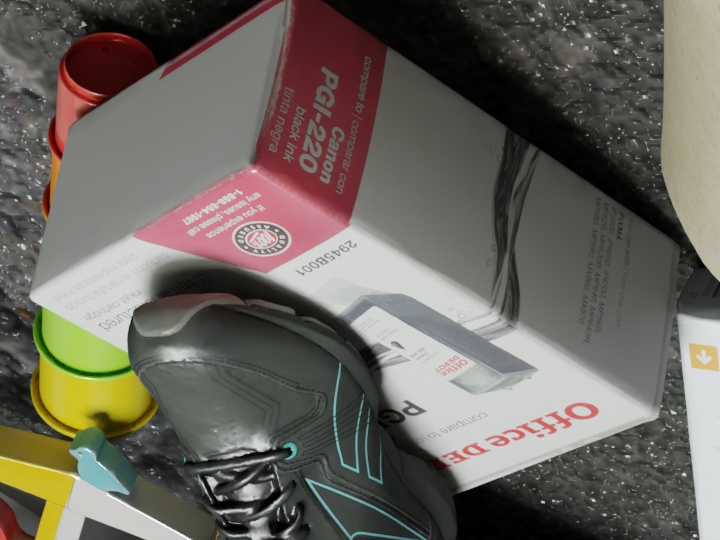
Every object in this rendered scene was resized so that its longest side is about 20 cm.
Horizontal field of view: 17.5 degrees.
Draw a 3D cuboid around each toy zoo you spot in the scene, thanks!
[{"bbox_3d":[-0.143,0.140,1.072,0.131,0.021,0.201,21,131,0],"label":"toy zoo"}]

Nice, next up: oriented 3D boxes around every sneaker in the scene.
[{"bbox_3d":[-0.021,0.080,0.854,0.075,0.080,0.200,-9,143,30],"label":"sneaker"}]

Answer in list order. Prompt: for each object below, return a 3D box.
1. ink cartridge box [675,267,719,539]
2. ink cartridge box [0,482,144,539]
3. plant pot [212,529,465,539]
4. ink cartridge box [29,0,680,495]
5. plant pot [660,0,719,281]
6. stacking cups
[{"bbox_3d":[0.227,0.098,0.897,0.196,0.047,0.201,4,124,22],"label":"ink cartridge box"},{"bbox_3d":[-0.219,0.170,1.210,0.146,0.086,0.200,35,141,-11],"label":"ink cartridge box"},{"bbox_3d":[0.013,0.197,1.044,0.197,0.201,0.201,18,141,-2],"label":"plant pot"},{"bbox_3d":[0.000,0.000,0.874,0.199,0.085,0.145,29,144,-30],"label":"ink cartridge box"},{"bbox_3d":[0.163,-0.077,0.673,0.199,0.201,0.184,18,152,9],"label":"plant pot"},{"bbox_3d":[-0.109,-0.010,0.970,0.060,0.061,0.201,18,141,8],"label":"stacking cups"}]
